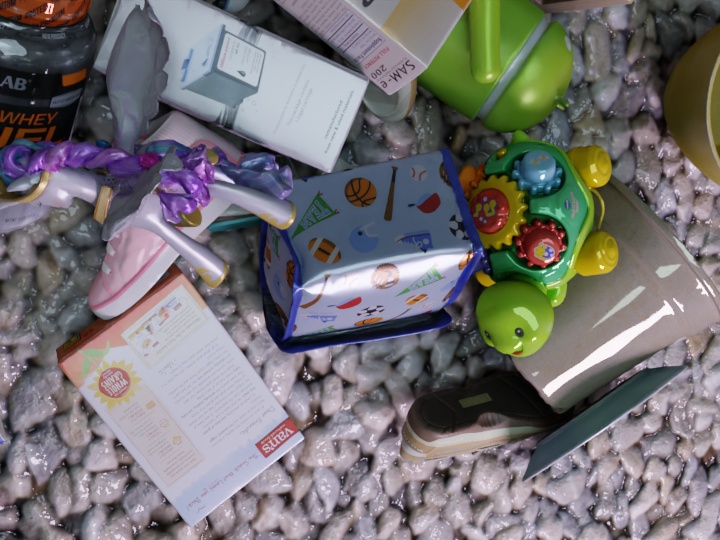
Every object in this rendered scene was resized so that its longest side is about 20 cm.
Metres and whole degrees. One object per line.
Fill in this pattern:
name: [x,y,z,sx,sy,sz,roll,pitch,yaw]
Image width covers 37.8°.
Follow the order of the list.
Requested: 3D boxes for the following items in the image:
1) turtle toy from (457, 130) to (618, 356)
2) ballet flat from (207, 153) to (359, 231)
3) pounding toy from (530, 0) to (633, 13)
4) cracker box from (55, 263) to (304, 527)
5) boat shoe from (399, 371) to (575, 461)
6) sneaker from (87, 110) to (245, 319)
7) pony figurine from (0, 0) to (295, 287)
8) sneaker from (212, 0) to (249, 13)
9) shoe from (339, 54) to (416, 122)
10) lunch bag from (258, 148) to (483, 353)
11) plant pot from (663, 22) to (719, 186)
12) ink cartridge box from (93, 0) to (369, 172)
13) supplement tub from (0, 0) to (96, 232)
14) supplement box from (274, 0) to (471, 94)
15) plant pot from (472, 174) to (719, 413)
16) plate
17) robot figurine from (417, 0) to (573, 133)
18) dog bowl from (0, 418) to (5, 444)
turtle toy: [0.141,-0.025,0.922,0.101,0.145,0.201,4,80,-46]
ballet flat: [-0.051,-0.077,0.968,0.199,0.069,0.070,-5,102,-17]
pounding toy: [0.171,-0.347,0.926,0.200,0.184,0.143,32,88,-21]
cracker box: [-0.163,0.114,0.962,0.134,0.058,0.200,-36,108,-9]
boat shoe: [0.125,0.154,1.073,0.199,0.072,0.076,-3,135,-27]
sneaker: [-0.189,-0.053,0.892,0.105,0.075,0.200,39,111,-22]
pony figurine: [-0.150,-0.069,0.758,0.199,0.193,0.167,18,53,-35]
sneaker: [-0.070,-0.283,0.872,0.072,0.072,0.201,28,53,-15]
shoe: [-0.008,-0.212,0.893,0.053,0.070,0.201,-43,124,-38]
lunch bag: [0.000,0.000,0.930,0.169,0.200,0.124,-10,69,-14]
plant pot: [0.388,-0.170,1.057,0.199,0.142,0.201,-4,102,-18]
ink cartridge box: [-0.104,-0.159,0.865,0.199,0.146,0.086,22,94,-8]
supplement tub: [-0.273,-0.139,0.796,0.122,0.123,0.201,12,125,-21]
supplement box: [-0.009,-0.249,0.797,0.200,0.073,0.126,37,71,-13]
plant pot: [0.218,0.032,1.024,0.183,0.201,0.201,-41,110,4]
plate: [0.237,0.144,1.051,0.200,0.200,0.026,-32,79,-11]
robot figurine: [0.104,-0.203,0.949,0.200,0.175,0.116,35,102,2]
dog bowl: [-0.346,0.055,0.810,0.078,0.200,0.201,-21,106,-17]
